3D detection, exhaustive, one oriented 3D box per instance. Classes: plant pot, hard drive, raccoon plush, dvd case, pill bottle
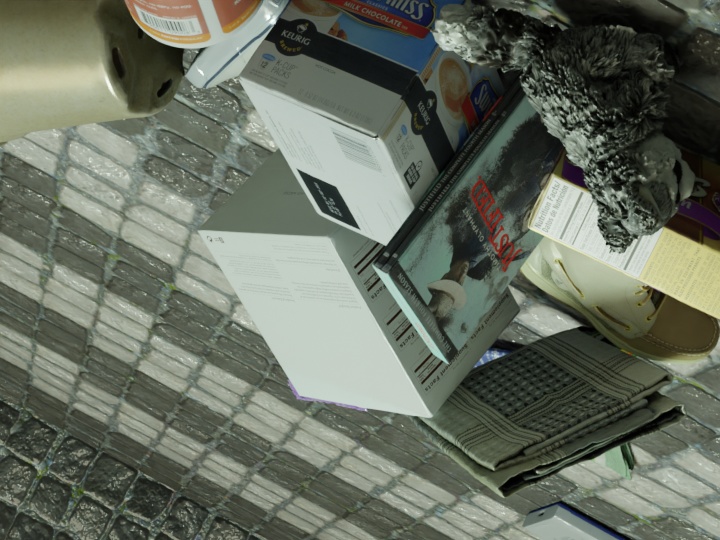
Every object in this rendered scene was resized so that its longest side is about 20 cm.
[{"bbox_3d":[-0.249,-0.194,1.477,0.182,0.202,0.201,4,153,26],"label":"plant pot"},{"bbox_3d":[0.324,0.372,2.380,0.199,0.026,0.132,30,161,-6],"label":"hard drive"},{"bbox_3d":[0.136,-0.092,1.229,0.198,0.135,0.097,10,165,7],"label":"raccoon plush"},{"bbox_3d":[0.098,-0.042,1.358,0.022,0.200,0.146,31,166,35],"label":"dvd case"},{"bbox_3d":[-0.133,-0.253,1.257,0.111,0.113,0.200,21,160,16],"label":"pill bottle"}]

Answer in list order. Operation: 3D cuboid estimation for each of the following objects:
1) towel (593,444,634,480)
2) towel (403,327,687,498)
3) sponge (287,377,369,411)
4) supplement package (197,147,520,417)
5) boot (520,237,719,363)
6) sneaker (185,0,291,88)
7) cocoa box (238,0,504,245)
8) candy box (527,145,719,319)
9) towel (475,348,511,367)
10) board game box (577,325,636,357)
[{"bbox_3d":[0.209,0.174,2.030,0.198,0.024,0.153,18,158,25],"label":"towel"},{"bbox_3d":[0.155,0.113,1.539,0.200,0.191,0.035,35,141,60],"label":"towel"},{"bbox_3d":[0.032,0.069,1.745,0.111,0.199,0.030,2,122,49],"label":"sponge"},{"bbox_3d":[0.000,0.000,1.600,0.190,0.147,0.201,5,133,49],"label":"supplement package"},{"bbox_3d":[0.240,0.005,1.492,0.199,0.073,0.155,31,158,-9],"label":"boot"},{"bbox_3d":[-0.082,-0.179,1.439,0.071,0.073,0.200,35,159,-15],"label":"sneaker"},{"bbox_3d":[0.021,-0.120,1.348,0.133,0.132,0.200,25,162,28],"label":"cocoa box"},{"bbox_3d":[0.232,-0.036,1.312,0.198,0.117,0.057,27,127,5],"label":"candy box"},{"bbox_3d":[0.176,0.128,1.930,0.198,0.024,0.145,8,144,34],"label":"towel"},{"bbox_3d":[0.151,0.099,1.671,0.105,0.198,0.024,17,126,66],"label":"board game box"}]
